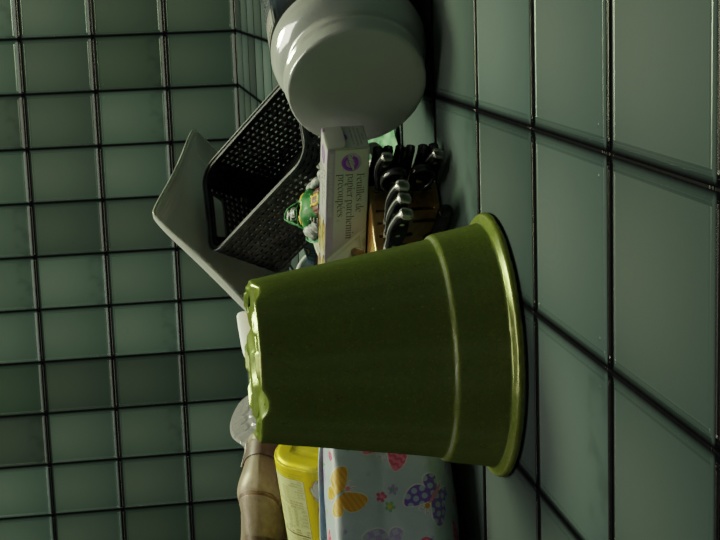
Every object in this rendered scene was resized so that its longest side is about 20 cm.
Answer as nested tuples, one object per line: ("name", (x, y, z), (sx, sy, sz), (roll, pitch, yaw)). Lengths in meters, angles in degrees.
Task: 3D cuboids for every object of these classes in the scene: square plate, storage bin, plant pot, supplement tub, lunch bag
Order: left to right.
("square plate", (-0.165, -0.050, 1.898), (0.200, 0.028, 0.199), (46, -151, -20))
("storage bin", (-0.091, -0.110, 1.819), (0.200, 0.093, 0.136), (-42, 42, 35))
("supplement tub", (-0.017, -0.226, 1.408), (0.201, 0.139, 0.141), (-102, 12, -45))
("plant pot", (0.009, 0.061, 1.180), (0.200, 0.188, 0.202), (177, 90, -82))
("lunch bag", (0.024, 0.212, 1.379), (0.200, 0.126, 0.171), (66, -160, -78))

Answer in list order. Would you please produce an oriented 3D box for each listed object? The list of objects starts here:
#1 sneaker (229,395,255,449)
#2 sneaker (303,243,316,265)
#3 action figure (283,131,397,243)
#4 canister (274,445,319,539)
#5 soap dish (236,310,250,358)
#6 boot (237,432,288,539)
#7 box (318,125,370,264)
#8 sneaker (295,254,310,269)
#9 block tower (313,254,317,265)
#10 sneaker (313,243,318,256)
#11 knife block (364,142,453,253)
("sneaker", (-0.100, 0.239, 1.964), (0.112, 0.077, 0.200), (59, -178, -34))
("sneaker", (-0.037, -0.042, 1.933), (0.200, 0.078, 0.091), (-145, 36, -86))
("action figure", (-0.025, -0.076, 1.618), (0.200, 0.054, 0.119), (-26, 54, 58))
("canister", (-0.015, 0.238, 1.540), (0.148, 0.086, 0.202), (-43, -46, -48))
("soap dish", (-0.073, 0.130, 1.926), (0.201, 0.081, 0.157), (61, -178, -21))
("boot", (-0.102, 0.263, 1.755), (0.200, 0.070, 0.148), (92, 180, -74))
("box", (-0.016, -0.033, 1.392), (0.042, 0.038, 0.201), (-107, 16, -52))
("sneaker", (-0.064, 0.066, 2.086), (0.116, 0.073, 0.202), (-139, 45, -74))
("block tower", (-0.028, 0.010, 1.877), (0.200, 0.057, 0.054), (105, 159, -71))
("sneaker", (0.000, 0.000, 1.695), (0.088, 0.076, 0.202), (11, 109, 63))
("knife block", (0.038, -0.021, 1.378), (0.176, 0.063, 0.202), (-111, 20, -66))
